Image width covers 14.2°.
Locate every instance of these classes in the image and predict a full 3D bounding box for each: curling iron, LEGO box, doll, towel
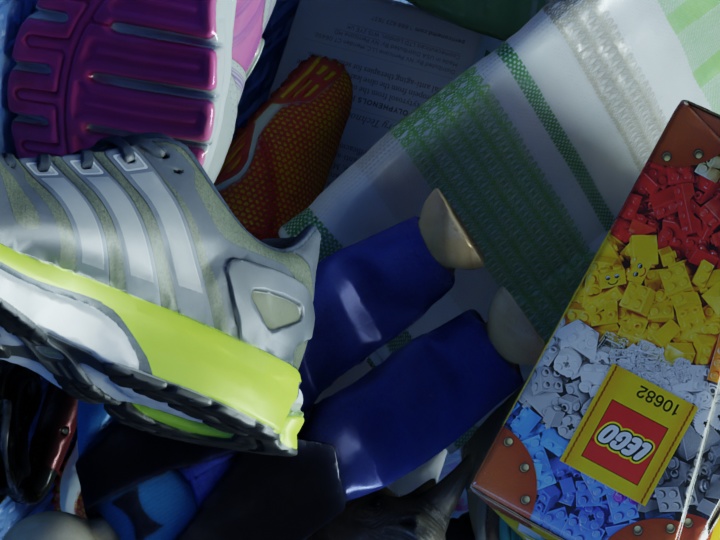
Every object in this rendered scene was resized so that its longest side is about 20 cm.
[{"bbox_3d":[-0.090,-0.007,1.024,0.201,0.025,0.050,-66,155,-17],"label":"curling iron"},{"bbox_3d":[0.123,0.048,1.016,0.149,0.077,0.200,-60,161,-7],"label":"LEGO box"},{"bbox_3d":[-0.039,0.053,0.975,0.200,0.137,0.048,-35,-176,3],"label":"doll"},{"bbox_3d":[0.077,-0.031,1.043,0.200,0.031,0.149,-39,141,1],"label":"towel"}]

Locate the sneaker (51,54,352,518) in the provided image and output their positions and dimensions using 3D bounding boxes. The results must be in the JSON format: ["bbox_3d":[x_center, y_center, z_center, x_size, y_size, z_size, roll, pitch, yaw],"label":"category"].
[{"bbox_3d":[-0.043,0.017,1.060,0.073,0.077,0.201,124,-11,-85],"label":"sneaker"}]

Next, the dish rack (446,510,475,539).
[{"bbox_3d":[-0.001,0.166,1.165,0.200,0.055,0.153,-47,161,31],"label":"dish rack"}]

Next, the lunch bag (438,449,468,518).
[{"bbox_3d":[0.076,0.149,1.313,0.170,0.127,0.201,-50,136,-52],"label":"lunch bag"}]

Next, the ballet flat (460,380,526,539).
[{"bbox_3d":[0.074,0.045,1.150,0.067,0.063,0.200,54,48,-34],"label":"ballet flat"}]

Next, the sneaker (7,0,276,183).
[{"bbox_3d":[-0.056,-0.101,0.979,0.088,0.081,0.201,-11,119,-64],"label":"sneaker"}]

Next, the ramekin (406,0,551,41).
[{"bbox_3d":[0.084,-0.162,1.094,0.200,0.199,0.098,-38,144,-50],"label":"ramekin"}]

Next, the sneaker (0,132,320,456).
[{"bbox_3d":[-0.095,-0.012,0.902,0.200,0.074,0.081,30,66,-30],"label":"sneaker"}]

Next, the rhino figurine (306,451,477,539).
[{"bbox_3d":[-0.032,0.128,1.040,0.200,0.060,0.088,-44,-163,15],"label":"rhino figurine"}]

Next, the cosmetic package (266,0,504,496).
[{"bbox_3d":[0.000,0.000,1.140,0.108,0.084,0.201,22,84,-67],"label":"cosmetic package"}]
